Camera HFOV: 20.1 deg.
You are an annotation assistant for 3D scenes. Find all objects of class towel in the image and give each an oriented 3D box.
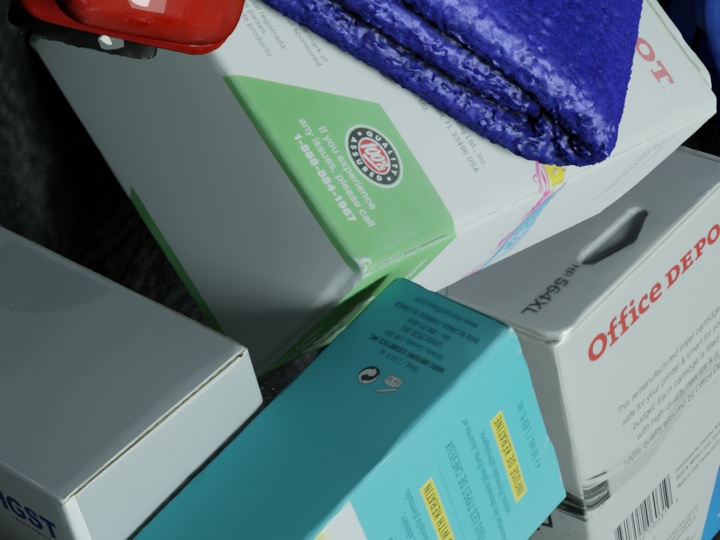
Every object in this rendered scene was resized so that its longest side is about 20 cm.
[{"bbox_3d":[0.042,-0.141,0.689,0.147,0.050,0.200,29,48,-16],"label":"towel"}]

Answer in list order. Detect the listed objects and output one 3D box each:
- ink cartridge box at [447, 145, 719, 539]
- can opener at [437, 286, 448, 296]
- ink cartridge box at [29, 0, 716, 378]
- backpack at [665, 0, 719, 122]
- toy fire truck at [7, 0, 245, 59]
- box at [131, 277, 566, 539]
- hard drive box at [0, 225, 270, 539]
[{"bbox_3d":[0.118,0.054,0.963,0.146,0.084,0.200,-41,134,-31],"label":"ink cartridge box"},{"bbox_3d":[0.000,0.000,0.838,0.067,0.053,0.201,-1,112,-16],"label":"can opener"},{"bbox_3d":[0.010,-0.069,0.713,0.200,0.146,0.088,-26,167,-41],"label":"ink cartridge box"},{"bbox_3d":[0.229,-0.114,0.943,0.163,0.167,0.200,-60,148,-14],"label":"backpack"},{"bbox_3d":[-0.094,-0.118,0.500,0.175,0.200,0.129,11,101,-22],"label":"toy fire truck"},{"bbox_3d":[-0.025,0.099,0.590,0.200,0.049,0.082,-45,137,-25],"label":"box"},{"bbox_3d":[-0.092,0.094,0.674,0.077,0.156,0.200,-39,133,-30],"label":"hard drive box"}]
